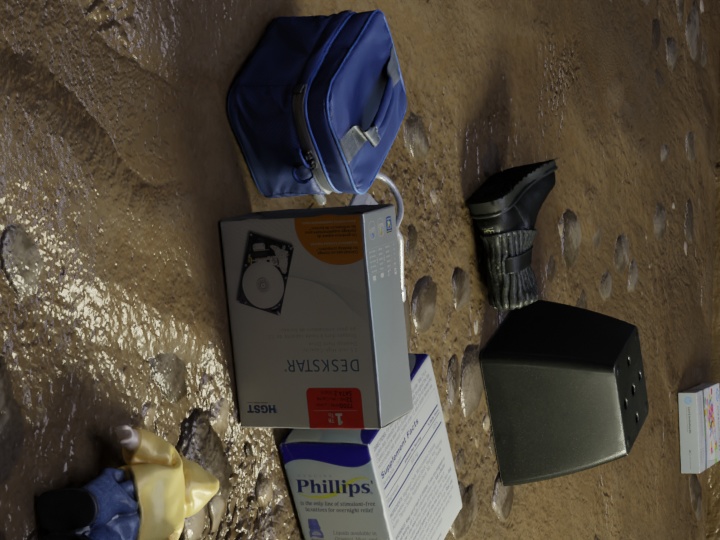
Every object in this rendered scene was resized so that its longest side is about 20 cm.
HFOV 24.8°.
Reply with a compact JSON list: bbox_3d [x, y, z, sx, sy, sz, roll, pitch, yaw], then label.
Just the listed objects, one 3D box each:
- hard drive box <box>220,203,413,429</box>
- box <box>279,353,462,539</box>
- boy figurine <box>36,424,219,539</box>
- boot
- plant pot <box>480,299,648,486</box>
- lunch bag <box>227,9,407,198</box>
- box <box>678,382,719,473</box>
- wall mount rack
[{"bbox_3d":[-0.041,0.044,1.556,0.077,0.154,0.203,-21,106,-63],"label":"hard drive box"},{"bbox_3d":[0.016,0.218,1.724,0.184,0.104,0.202,-51,134,-55],"label":"box"},{"bbox_3d":[-0.183,0.185,1.344,0.200,0.064,0.126,-19,105,-65],"label":"boy figurine"},{"bbox_3d":[0.216,-0.050,2.208,0.211,0.079,0.159,-36,114,-49],"label":"boot"},{"bbox_3d":[0.289,0.165,2.243,0.200,0.176,0.202,-44,129,-57],"label":"plant pot"},{"bbox_3d":[-0.033,-0.163,1.617,0.201,0.131,0.137,-67,145,-44],"label":"lunch bag"},{"bbox_3d":[0.668,0.308,3.219,0.200,0.041,0.158,-3,91,-66],"label":"box"},{"bbox_3d":[0.000,0.000,1.702,0.174,0.074,0.201,48,41,-22],"label":"wall mount rack"}]
